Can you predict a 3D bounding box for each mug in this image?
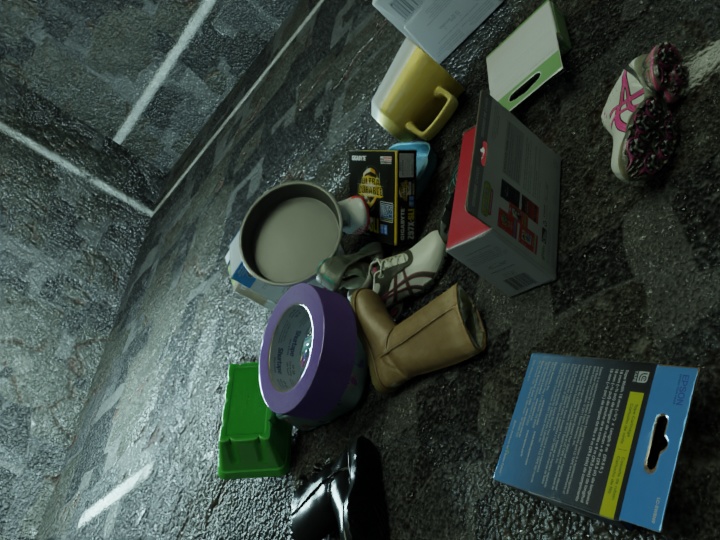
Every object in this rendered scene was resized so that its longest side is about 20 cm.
[{"bbox_3d":[0.097,-0.329,1.247,0.154,0.148,0.187,-49,8,15],"label":"mug"}]

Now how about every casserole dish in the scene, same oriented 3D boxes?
[{"bbox_3d":[0.083,-0.186,1.274,0.124,0.038,0.199,-63,26,-4],"label":"casserole dish"}]

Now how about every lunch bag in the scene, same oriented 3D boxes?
[{"bbox_3d":[-0.069,0.177,1.143,0.198,0.076,0.164,-34,37,41],"label":"lunch bag"}]

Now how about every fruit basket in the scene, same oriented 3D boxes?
[{"bbox_3d":[-0.200,0.297,1.228,0.216,0.150,0.223,-4,-90,-88],"label":"fruit basket"}]

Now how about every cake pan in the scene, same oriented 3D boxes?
[{"bbox_3d":[-0.120,-0.061,1.170,0.194,0.037,0.206,-6,66,13],"label":"cake pan"}]

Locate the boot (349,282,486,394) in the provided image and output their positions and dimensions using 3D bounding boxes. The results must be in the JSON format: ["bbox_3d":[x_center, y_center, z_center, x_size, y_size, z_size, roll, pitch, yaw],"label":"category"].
[{"bbox_3d":[0.081,0.071,0.967,0.199,0.065,0.180,-36,67,41],"label":"boot"}]

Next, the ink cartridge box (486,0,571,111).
[{"bbox_3d":[0.273,-0.328,1.071,0.145,0.047,0.204,-37,36,38],"label":"ink cartridge box"}]

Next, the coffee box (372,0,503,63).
[{"bbox_3d":[0.161,-0.607,1.369,0.198,0.198,0.202,-35,35,37],"label":"coffee box"}]

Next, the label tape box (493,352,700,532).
[{"bbox_3d":[0.236,0.165,0.642,0.198,0.062,0.148,-4,60,59],"label":"label tape box"}]

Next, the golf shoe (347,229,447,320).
[{"bbox_3d":[0.065,0.006,1.069,0.201,0.087,0.078,-49,27,18],"label":"golf shoe"}]

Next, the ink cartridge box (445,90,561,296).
[{"bbox_3d":[0.181,-0.102,0.875,0.083,0.173,0.205,-25,42,46],"label":"ink cartridge box"}]

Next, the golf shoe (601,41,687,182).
[{"bbox_3d":[0.336,-0.181,0.804,0.091,0.072,0.203,-25,34,57],"label":"golf shoe"}]

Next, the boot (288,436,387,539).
[{"bbox_3d":[-0.040,0.348,0.934,0.162,0.073,0.200,-44,24,25],"label":"boot"}]

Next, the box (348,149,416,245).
[{"bbox_3d":[0.038,-0.140,1.217,0.199,0.048,0.165,-158,64,-63],"label":"box"}]

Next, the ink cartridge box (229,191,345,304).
[{"bbox_3d":[-0.146,-0.027,1.339,0.148,0.197,0.146,-51,26,15],"label":"ink cartridge box"}]

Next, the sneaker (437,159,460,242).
[{"bbox_3d":[0.175,-0.129,1.043,0.203,0.075,0.079,-60,14,-14],"label":"sneaker"}]

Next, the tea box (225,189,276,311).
[{"bbox_3d":[-0.201,-0.045,1.523,0.202,0.132,0.197,-55,27,11],"label":"tea box"}]

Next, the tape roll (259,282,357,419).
[{"bbox_3d":[-0.087,0.127,1.043,0.198,0.064,0.206,-30,52,48],"label":"tape roll"}]

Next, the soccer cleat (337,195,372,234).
[{"bbox_3d":[-0.040,-0.095,1.232,0.199,0.083,0.071,179,77,-68],"label":"soccer cleat"}]

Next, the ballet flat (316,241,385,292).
[{"bbox_3d":[0.000,0.000,1.148,0.063,0.198,0.069,36,119,24],"label":"ballet flat"}]
